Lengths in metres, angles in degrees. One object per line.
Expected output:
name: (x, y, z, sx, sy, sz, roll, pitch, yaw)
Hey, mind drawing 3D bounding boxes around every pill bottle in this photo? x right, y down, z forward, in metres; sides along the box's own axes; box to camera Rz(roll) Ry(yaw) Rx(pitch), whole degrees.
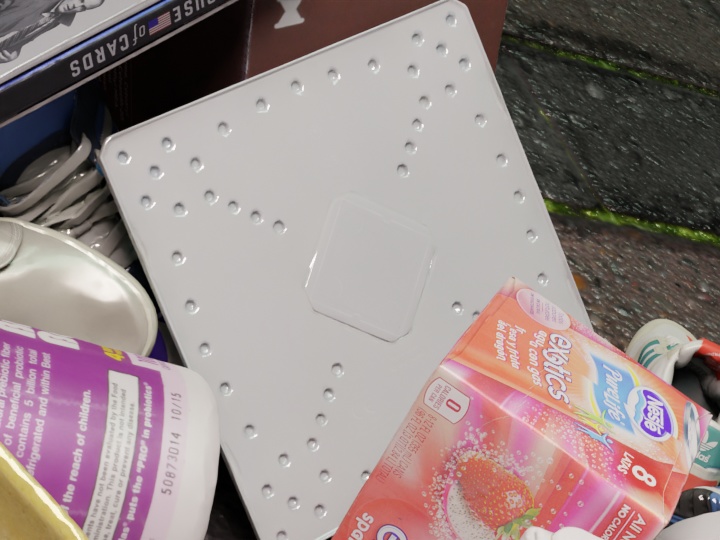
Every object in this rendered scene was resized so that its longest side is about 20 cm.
pill bottle: (-0.164, 0.070, 0.632, 0.198, 0.113, 0.113, 16, 33, -22)

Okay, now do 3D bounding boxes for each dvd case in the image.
dvd case: (-0.137, -0.133, 0.695, 0.199, 0.025, 0.150, -33, 50, -27)

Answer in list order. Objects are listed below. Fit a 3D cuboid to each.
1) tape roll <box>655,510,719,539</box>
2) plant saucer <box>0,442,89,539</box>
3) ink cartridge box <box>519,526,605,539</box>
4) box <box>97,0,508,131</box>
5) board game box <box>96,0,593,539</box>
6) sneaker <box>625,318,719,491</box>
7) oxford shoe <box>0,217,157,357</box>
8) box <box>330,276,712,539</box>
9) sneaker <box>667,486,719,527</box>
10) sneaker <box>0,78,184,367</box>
tape roll: (0.168, 0.199, 0.639, 0.202, 0.203, 0.071, 34, 30, 8)
plant saucer: (-0.218, 0.097, 0.518, 0.200, 0.048, 0.200, 46, 69, 6)
ink cartridge box: (0.077, 0.203, 0.554, 0.145, 0.201, 0.085, 22, 31, -12)
box: (-0.047, -0.146, 0.857, 0.165, 0.166, 0.200, -17, 43, -31)
board game box: (0.000, 0.000, 0.751, 0.199, 0.026, 0.202, -25, 96, -25)
sneaker: (0.195, 0.072, 0.949, 0.070, 0.094, 0.200, 29, 31, 0)
oxford shoe: (-0.183, 0.006, 0.681, 0.198, 0.076, 0.058, 20, 8, -8)
box: (0.041, 0.120, 0.645, 0.102, 0.201, 0.095, 34, 29, 7)
sneaker: (0.241, 0.185, 0.829, 0.201, 0.076, 0.077, 52, 30, 18)
sneaker: (-0.120, -0.015, 0.752, 0.147, 0.080, 0.200, 55, -3, 13)
